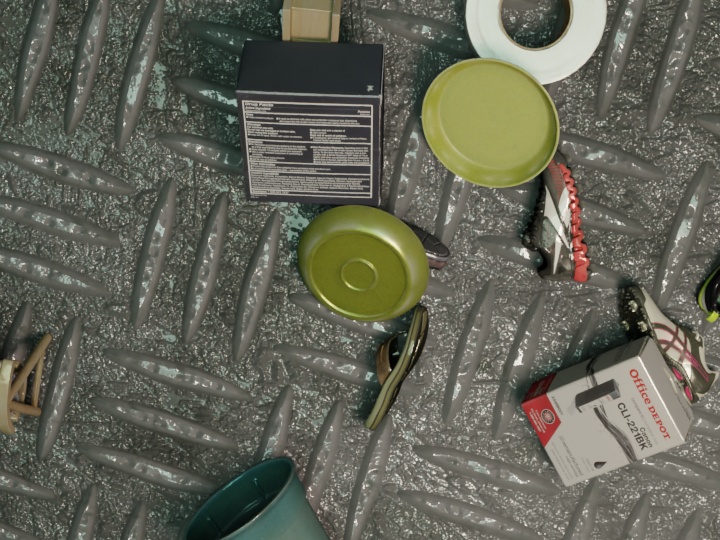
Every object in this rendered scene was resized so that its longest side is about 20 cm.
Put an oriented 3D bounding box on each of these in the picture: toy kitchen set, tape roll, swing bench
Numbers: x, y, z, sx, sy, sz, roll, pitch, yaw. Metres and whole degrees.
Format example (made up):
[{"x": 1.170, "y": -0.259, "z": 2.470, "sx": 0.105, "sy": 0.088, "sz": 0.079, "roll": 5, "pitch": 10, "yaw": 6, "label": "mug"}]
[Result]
[{"x": -0.106, "y": -0.387, "z": 1.709, "sx": 0.161, "sy": 0.181, "sz": 0.202, "roll": 5, "pitch": 58, "yaw": -1, "label": "toy kitchen set"}, {"x": 0.244, "y": -0.364, "z": 1.695, "sx": 0.200, "sy": 0.071, "sz": 0.205, "roll": 0, "pitch": 98, "yaw": 3, "label": "tape roll"}, {"x": -0.579, "y": 0.156, "z": 1.737, "sx": 0.196, "sy": 0.200, "sz": 0.131, "roll": 11, "pitch": 98, "yaw": 1, "label": "swing bench"}]

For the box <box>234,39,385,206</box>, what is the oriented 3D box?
[{"x": -0.064, "y": -0.205, "z": 1.661, "sx": 0.197, "sy": 0.124, "sz": 0.200, "roll": 2, "pitch": 138, "yaw": 2, "label": "box"}]

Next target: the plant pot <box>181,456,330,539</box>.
[{"x": -0.127, "y": 0.416, "z": 1.764, "sx": 0.199, "sy": 0.200, "sz": 0.197, "roll": -32, "pitch": 103, "yaw": 6, "label": "plant pot"}]

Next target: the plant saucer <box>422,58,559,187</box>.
[{"x": 0.186, "y": -0.212, "z": 1.693, "sx": 0.198, "sy": 0.031, "sz": 0.202, "roll": 12, "pitch": 127, "yaw": 16, "label": "plant saucer"}]

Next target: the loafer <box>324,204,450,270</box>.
[{"x": 0.034, "y": -0.042, "z": 1.757, "sx": 0.198, "sy": 0.072, "sz": 0.064, "roll": 24, "pitch": 118, "yaw": 5, "label": "loafer"}]

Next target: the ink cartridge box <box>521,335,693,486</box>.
[{"x": 0.356, "y": 0.203, "z": 1.726, "sx": 0.199, "sy": 0.084, "sz": 0.145, "roll": -27, "pitch": 96, "yaw": 28, "label": "ink cartridge box"}]

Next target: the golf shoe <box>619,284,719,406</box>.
[{"x": 0.449, "y": 0.101, "z": 1.757, "sx": 0.088, "sy": 0.077, "sz": 0.201, "roll": -31, "pitch": 98, "yaw": -14, "label": "golf shoe"}]

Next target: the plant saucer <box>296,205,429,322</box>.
[{"x": 0.000, "y": 0.000, "z": 1.730, "sx": 0.197, "sy": 0.031, "sz": 0.202, "roll": 7, "pitch": 125, "yaw": 10, "label": "plant saucer"}]

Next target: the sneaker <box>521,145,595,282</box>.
[{"x": 0.276, "y": -0.076, "z": 1.731, "sx": 0.097, "sy": 0.071, "sz": 0.203, "roll": -11, "pitch": 98, "yaw": 2, "label": "sneaker"}]

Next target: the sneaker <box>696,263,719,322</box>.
[{"x": 0.562, "y": -0.008, "z": 1.721, "sx": 0.071, "sy": 0.083, "sz": 0.201, "roll": 32, "pitch": 98, "yaw": -2, "label": "sneaker"}]

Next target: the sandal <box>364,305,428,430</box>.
[{"x": 0.044, "y": 0.141, "z": 1.772, "sx": 0.057, "sy": 0.080, "sz": 0.203, "roll": 29, "pitch": 99, "yaw": 12, "label": "sandal"}]
